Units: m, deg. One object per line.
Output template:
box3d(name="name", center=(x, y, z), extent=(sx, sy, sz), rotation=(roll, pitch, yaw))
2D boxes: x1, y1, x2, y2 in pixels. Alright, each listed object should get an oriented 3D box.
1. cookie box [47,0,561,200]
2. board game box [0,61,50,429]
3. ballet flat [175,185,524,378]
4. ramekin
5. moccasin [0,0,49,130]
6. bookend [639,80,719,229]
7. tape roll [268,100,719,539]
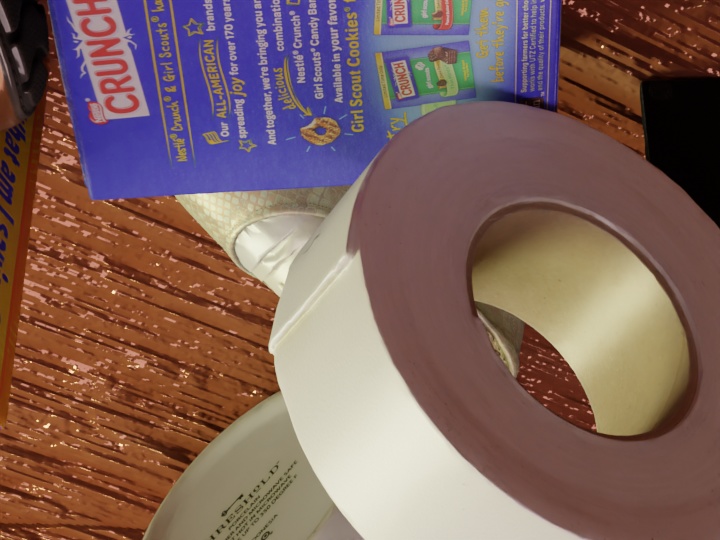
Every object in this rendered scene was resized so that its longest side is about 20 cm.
box3d(name="cookie box", center=(-0.022, -0.116, 0.835), extent=(0.198, 0.076, 0.172), rotation=(-3, 139, 0))
box3d(name="board game box", center=(-0.267, -0.034, 0.823), extent=(0.199, 0.201, 0.200), rotation=(-24, 133, 23))
box3d(name="ballet flat", center=(0.000, 0.000, 0.971), extent=(0.199, 0.063, 0.067), rotation=(25, 131, -25))
box3d(name="ramekin", center=(-0.027, 0.143, 1.032), extent=(0.201, 0.203, 0.094), rotation=(-31, 118, 28))
box3d(name="moccasin", center=(-0.180, -0.139, 0.764), extent=(0.077, 0.074, 0.202), rotation=(-25, 113, 12))
box3d(name="bookend", center=(0.222, 0.015, 0.972), extent=(0.196, 0.093, 0.201), rotation=(0, 139, 1))
box3d(name="tape roll", center=(0.068, 0.035, 0.805), extent=(0.201, 0.204, 0.071), rotation=(19, 139, -21))
